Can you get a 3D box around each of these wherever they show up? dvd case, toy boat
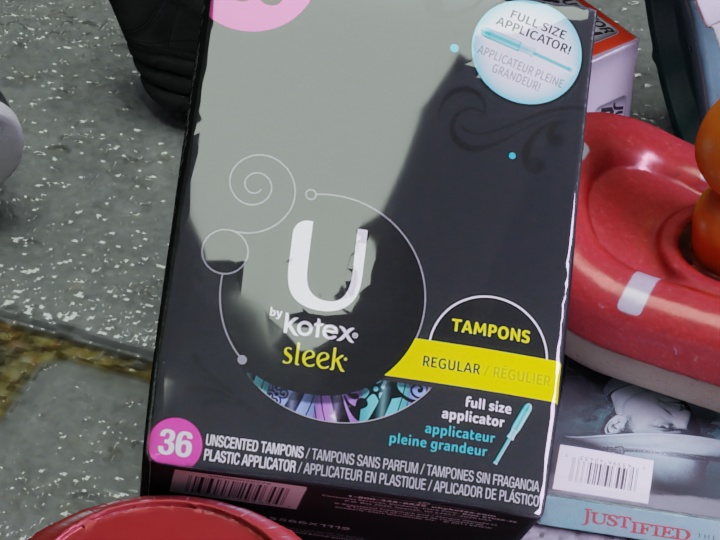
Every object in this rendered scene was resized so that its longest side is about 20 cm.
[{"bbox_3d":[0.159,0.046,1.152,0.146,0.022,0.200,8,38,6],"label":"dvd case"},{"bbox_3d":[0.158,-0.022,1.114,0.200,0.131,0.131,17,41,17],"label":"toy boat"}]

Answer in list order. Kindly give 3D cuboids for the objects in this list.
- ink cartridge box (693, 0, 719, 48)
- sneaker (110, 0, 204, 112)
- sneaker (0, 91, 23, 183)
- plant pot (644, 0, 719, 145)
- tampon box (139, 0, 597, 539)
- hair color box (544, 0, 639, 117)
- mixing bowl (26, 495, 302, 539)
[{"bbox_3d":[0.180,-0.179,1.140,0.116,0.067,0.200,-22,38,10],"label":"ink cartridge box"},{"bbox_3d":[-0.027,-0.121,1.270,0.199,0.099,0.071,4,39,19],"label":"sneaker"},{"bbox_3d":[-0.259,-0.076,1.208,0.199,0.071,0.099,-3,37,-17],"label":"sneaker"},{"bbox_3d":[0.234,-0.118,1.237,0.187,0.200,0.200,-13,40,-1],"label":"plant pot"},{"bbox_3d":[0.000,0.000,1.027,0.149,0.126,0.201,8,73,-5],"label":"tampon box"},{"bbox_3d":[0.027,-0.046,1.194,0.200,0.102,0.061,-22,44,-29],"label":"hair color box"},{"bbox_3d":[-0.070,0.152,0.940,0.199,0.109,0.200,1,38,-1],"label":"mixing bowl"}]
